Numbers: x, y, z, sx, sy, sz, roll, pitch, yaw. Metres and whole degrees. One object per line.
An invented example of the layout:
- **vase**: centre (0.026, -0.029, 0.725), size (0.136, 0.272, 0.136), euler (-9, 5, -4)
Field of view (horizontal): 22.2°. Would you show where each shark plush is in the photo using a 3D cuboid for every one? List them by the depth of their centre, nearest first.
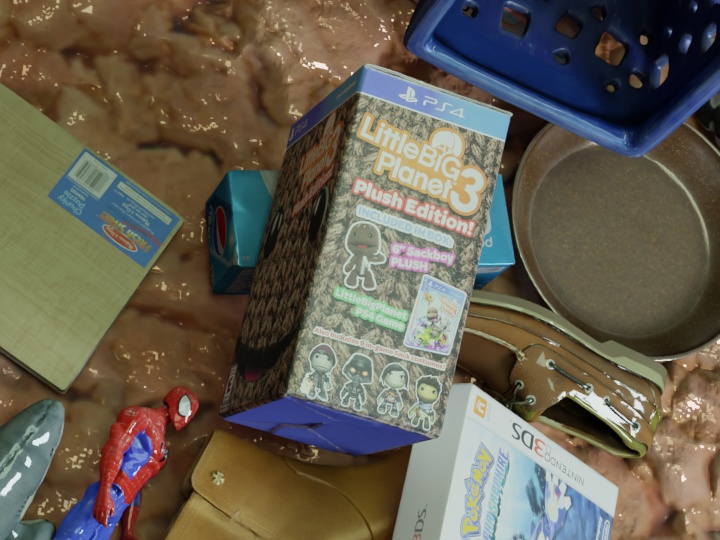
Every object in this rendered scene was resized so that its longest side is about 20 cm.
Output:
- **shark plush**: centre (-0.252, 0.149, 1.078), size (0.200, 0.083, 0.091), euler (-34, 82, -42)

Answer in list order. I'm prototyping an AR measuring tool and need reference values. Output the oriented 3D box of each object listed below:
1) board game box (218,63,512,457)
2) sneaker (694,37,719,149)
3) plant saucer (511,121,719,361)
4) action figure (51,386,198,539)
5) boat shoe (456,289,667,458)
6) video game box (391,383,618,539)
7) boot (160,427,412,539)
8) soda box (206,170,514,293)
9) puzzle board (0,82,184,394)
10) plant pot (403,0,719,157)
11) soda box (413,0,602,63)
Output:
- **board game box**: centre (0.000, 0.000, 1.116), size (0.096, 0.159, 0.202), euler (17, 75, -15)
- **sneaker**: centre (0.321, -0.091, 1.394), size (0.083, 0.081, 0.202), euler (-10, 75, -28)
- **plant saucer**: centre (0.196, -0.027, 1.348), size (0.199, 0.037, 0.202), euler (7, 70, -18)
- **action figure**: centre (-0.161, 0.152, 1.141), size (0.051, 0.066, 0.201), euler (20, 62, 24)
- **boat shoe**: centre (0.122, 0.071, 1.266), size (0.198, 0.072, 0.069), euler (19, 66, -12)
- **video game box**: centre (0.089, 0.199, 1.179), size (0.182, 0.047, 0.202), euler (34, 60, -40)
- **boot**: centre (-0.034, 0.140, 1.187), size (0.144, 0.071, 0.202), euler (38, 68, -5)
- **soda box**: centre (-0.001, -0.026, 1.252), size (0.198, 0.064, 0.068), euler (0, 72, -21)
- **puzzle board**: centre (-0.235, -0.034, 1.206), size (0.199, 0.017, 0.151), euler (36, 63, -6)
- **plant pot**: centre (0.168, -0.224, 1.251), size (0.199, 0.200, 0.181), euler (24, 59, -11)
- **soda box**: centre (0.084, -0.222, 1.360), size (0.199, 0.064, 0.069), euler (34, 64, -7)
